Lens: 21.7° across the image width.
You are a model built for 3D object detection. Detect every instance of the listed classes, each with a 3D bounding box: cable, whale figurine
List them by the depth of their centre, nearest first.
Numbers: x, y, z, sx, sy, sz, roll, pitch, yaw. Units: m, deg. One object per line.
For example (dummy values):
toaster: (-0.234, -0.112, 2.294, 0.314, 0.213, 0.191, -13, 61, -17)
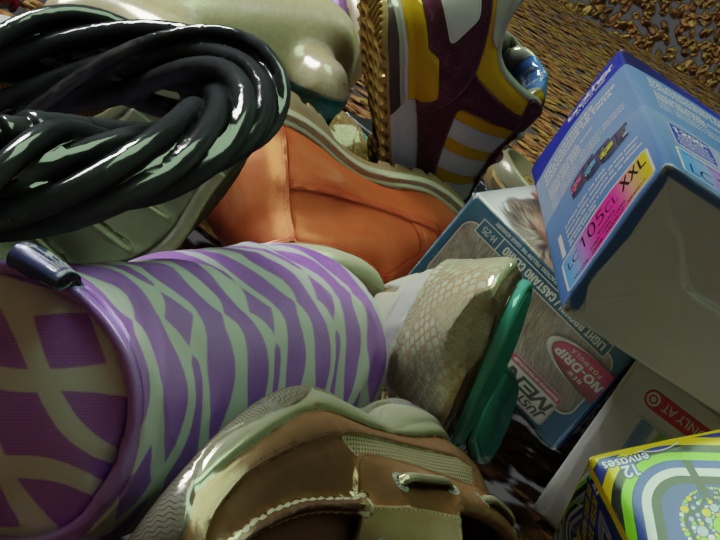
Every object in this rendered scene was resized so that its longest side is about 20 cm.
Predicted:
cable: (-0.114, -0.041, 0.555, 0.199, 0.051, 0.163, -14, 16, -15)
whale figurine: (-0.083, -0.094, 0.895, 0.159, 0.104, 0.200, 23, 15, 12)

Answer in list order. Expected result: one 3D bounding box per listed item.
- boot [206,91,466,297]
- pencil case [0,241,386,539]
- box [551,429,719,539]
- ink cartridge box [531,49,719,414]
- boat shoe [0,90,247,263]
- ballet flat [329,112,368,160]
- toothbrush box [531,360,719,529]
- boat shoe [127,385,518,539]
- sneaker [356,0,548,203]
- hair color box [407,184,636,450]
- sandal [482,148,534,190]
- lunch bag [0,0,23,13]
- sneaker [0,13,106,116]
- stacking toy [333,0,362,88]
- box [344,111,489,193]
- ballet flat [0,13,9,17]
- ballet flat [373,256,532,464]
boot: (0.000, 0.000, 0.855, 0.200, 0.075, 0.108, 26, 34, -46)
pencil case: (-0.062, 0.032, 0.572, 0.085, 0.084, 0.200, 19, 7, 21)
box: (0.171, 0.091, 0.672, 0.199, 0.070, 0.064, -10, 54, -21)
ink cartridge box: (0.149, -0.014, 0.801, 0.136, 0.076, 0.200, 33, 17, -11)
boat shoe: (-0.096, -0.018, 0.690, 0.072, 0.068, 0.200, 42, 36, 6)
ballet flat: (-0.077, -0.099, 1.030, 0.072, 0.068, 0.200, -13, 48, -45)
toothbrush box: (0.183, 0.104, 0.831, 0.145, 0.086, 0.200, 38, 17, 18)
boat shoe: (-0.002, 0.081, 0.545, 0.072, 0.076, 0.200, 39, 17, 19)
sneaker: (0.050, -0.067, 0.931, 0.090, 0.200, 0.075, -10, 51, -5)
hair color box: (0.105, 0.012, 0.872, 0.100, 0.061, 0.200, 45, 21, 14)
sandal: (0.162, -0.021, 1.078, 0.200, 0.054, 0.080, 32, 15, -8)
lunch bag: (-0.235, -0.189, 0.869, 0.199, 0.082, 0.176, 25, 2, -14)
sneaker: (-0.193, -0.099, 0.742, 0.200, 0.071, 0.113, 14, 26, -46)
stacking toy: (-0.088, -0.165, 1.194, 0.199, 0.086, 0.085, 9, 26, -41)
box: (0.093, -0.010, 1.094, 0.200, 0.050, 0.198, 39, 16, 22)
ballet flat: (-0.198, -0.114, 0.830, 0.200, 0.046, 0.067, 20, 19, -39)
ballet flat: (0.025, 0.036, 0.698, 0.062, 0.068, 0.200, 24, -15, 10)
